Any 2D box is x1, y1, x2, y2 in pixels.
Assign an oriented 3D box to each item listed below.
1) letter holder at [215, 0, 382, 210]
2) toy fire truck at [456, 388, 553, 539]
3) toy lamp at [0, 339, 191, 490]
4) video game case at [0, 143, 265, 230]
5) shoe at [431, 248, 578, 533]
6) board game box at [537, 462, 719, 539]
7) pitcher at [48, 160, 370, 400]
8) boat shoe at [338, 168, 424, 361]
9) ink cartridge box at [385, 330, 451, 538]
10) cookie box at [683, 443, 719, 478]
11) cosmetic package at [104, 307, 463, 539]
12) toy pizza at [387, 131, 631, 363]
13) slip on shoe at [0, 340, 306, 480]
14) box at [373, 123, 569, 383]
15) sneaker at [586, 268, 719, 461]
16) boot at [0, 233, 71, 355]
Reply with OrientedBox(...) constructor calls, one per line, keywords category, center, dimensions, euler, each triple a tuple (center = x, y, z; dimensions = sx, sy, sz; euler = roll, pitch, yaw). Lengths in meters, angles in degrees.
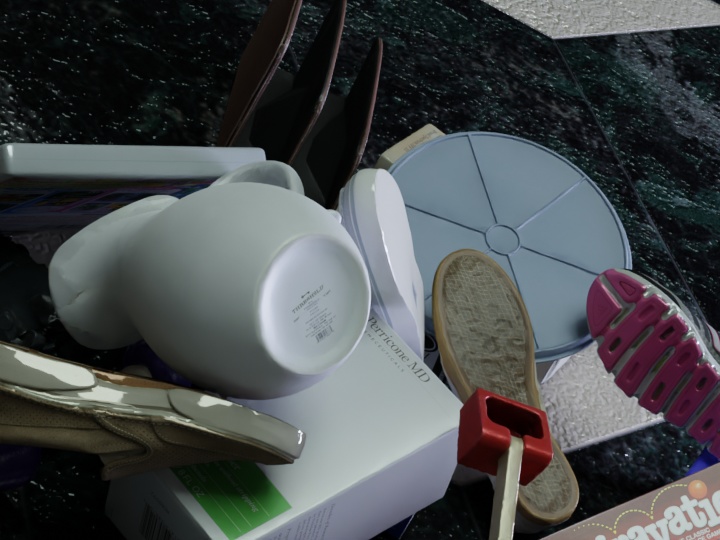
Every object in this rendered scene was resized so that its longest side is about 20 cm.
OrientedBox(category="letter holder", center=(-0.035, -0.152, 1.669), dimensions=(0.100, 0.143, 0.201), euler=(24, 31, -10))
OrientedBox(category="toy fire truck", center=(0.059, 0.186, 1.244), dimensions=(0.048, 0.141, 0.201), euler=(20, 44, -16))
OrientedBox(category="toy lamp", center=(-0.179, 0.085, 1.294), dimensions=(0.058, 0.058, 0.200), euler=(40, 33, 16))
OrientedBox(category="video game case", center=(-0.191, -0.053, 1.385), dimensions=(0.199, 0.181, 0.024), euler=(-1, 81, -42))
OrientedBox(category="shoe", center=(0.090, 0.084, 1.462), dimensions=(0.069, 0.053, 0.202), euler=(-11, 73, -19))
OrientedBox(category="board game box", center=(0.198, 0.193, 1.375), dimensions=(0.198, 0.019, 0.104), euler=(-21, 68, -14))
OrientedBox(category="pitcher", center=(-0.068, -0.007, 1.260), dimensions=(0.171, 0.122, 0.199), euler=(-42, 29, -25))
OrientedBox(category="boat shoe", center=(0.000, 0.000, 1.376), dimensions=(0.068, 0.200, 0.073), euler=(-3, 67, 7))
OrientedBox(category="ink cartridge box", center=(0.017, 0.092, 1.462), dimensions=(0.093, 0.044, 0.200), euler=(28, 31, -1))
OrientedBox(category="cookie box", center=(0.277, 0.214, 1.479), dimensions=(0.171, 0.076, 0.200), euler=(34, 31, 10))
OrientedBox(category="cosmetic package", center=(-0.042, 0.117, 1.293), dimensions=(0.199, 0.085, 0.108), euler=(-27, 61, -35))
OrientedBox(category="toy pizza", center=(0.100, -0.014, 1.564), dimensions=(0.198, 0.032, 0.202), euler=(7, 56, -10))
OrientedBox(category="slip on shoe", center=(-0.131, 0.088, 1.197), dimensions=(0.198, 0.061, 0.076), euler=(15, -3, -12))
OrientedBox(category="box", center=(0.095, -0.015, 1.647), dimensions=(0.199, 0.078, 0.095), euler=(37, 32, 10))
OrientedBox(category="sneaker", center=(0.244, 0.069, 1.520), dimensions=(0.200, 0.074, 0.087), euler=(41, 28, 5))
OrientedBox(category="boot", center=(-0.276, 0.010, 1.305), dimensions=(0.198, 0.074, 0.162), euler=(41, 33, 8))
